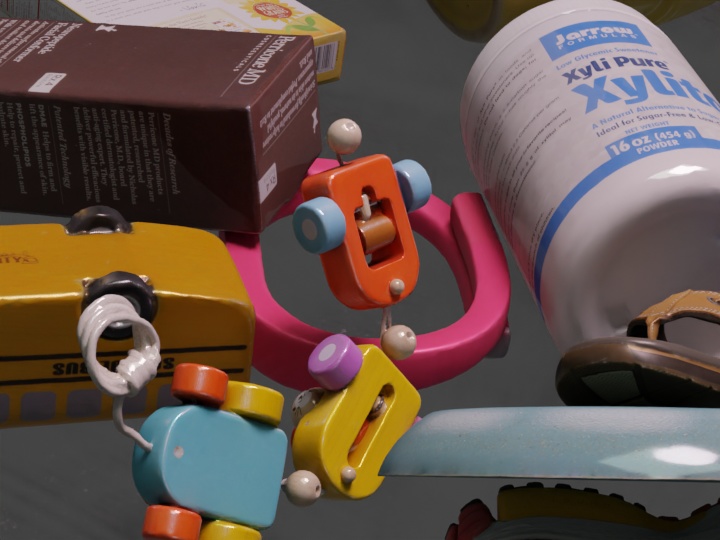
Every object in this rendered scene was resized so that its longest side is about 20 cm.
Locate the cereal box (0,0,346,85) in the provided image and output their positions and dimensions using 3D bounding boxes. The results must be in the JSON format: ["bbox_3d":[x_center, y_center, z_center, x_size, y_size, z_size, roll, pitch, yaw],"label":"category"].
[{"bbox_3d":[-0.125,-0.161,1.121,0.143,0.040,0.199,-19,40,-38],"label":"cereal box"}]

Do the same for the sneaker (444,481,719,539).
[{"bbox_3d":[0.130,0.135,0.669,0.197,0.079,0.083,-1,34,3],"label":"sneaker"}]

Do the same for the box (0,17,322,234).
[{"bbox_3d":[-0.128,-0.077,0.916,0.198,0.076,0.100,6,29,15],"label":"box"}]

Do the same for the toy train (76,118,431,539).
[{"bbox_3d":[-0.040,0.033,0.741,0.055,0.152,0.199,-7,17,47],"label":"toy train"}]

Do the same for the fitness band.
[{"bbox_3d":[0.000,0.000,0.892,0.142,0.038,0.201,1,31,-8],"label":"fitness band"}]

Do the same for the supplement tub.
[{"bbox_3d":[0.131,-0.040,0.894,0.130,0.133,0.201,0,32,-13],"label":"supplement tub"}]

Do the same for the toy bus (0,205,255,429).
[{"bbox_3d":[-0.149,0.023,0.771,0.198,0.079,0.065,-3,33,-19],"label":"toy bus"}]

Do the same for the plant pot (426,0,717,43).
[{"bbox_3d":[0.135,-0.246,1.192,0.187,0.202,0.201,-24,41,-20],"label":"plant pot"}]

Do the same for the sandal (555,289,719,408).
[{"bbox_3d":[0.156,0.037,0.779,0.199,0.055,0.081,5,-14,-41],"label":"sandal"}]

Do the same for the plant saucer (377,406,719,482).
[{"bbox_3d":[0.105,0.069,0.693,0.198,0.028,0.200,1,-8,0],"label":"plant saucer"}]
